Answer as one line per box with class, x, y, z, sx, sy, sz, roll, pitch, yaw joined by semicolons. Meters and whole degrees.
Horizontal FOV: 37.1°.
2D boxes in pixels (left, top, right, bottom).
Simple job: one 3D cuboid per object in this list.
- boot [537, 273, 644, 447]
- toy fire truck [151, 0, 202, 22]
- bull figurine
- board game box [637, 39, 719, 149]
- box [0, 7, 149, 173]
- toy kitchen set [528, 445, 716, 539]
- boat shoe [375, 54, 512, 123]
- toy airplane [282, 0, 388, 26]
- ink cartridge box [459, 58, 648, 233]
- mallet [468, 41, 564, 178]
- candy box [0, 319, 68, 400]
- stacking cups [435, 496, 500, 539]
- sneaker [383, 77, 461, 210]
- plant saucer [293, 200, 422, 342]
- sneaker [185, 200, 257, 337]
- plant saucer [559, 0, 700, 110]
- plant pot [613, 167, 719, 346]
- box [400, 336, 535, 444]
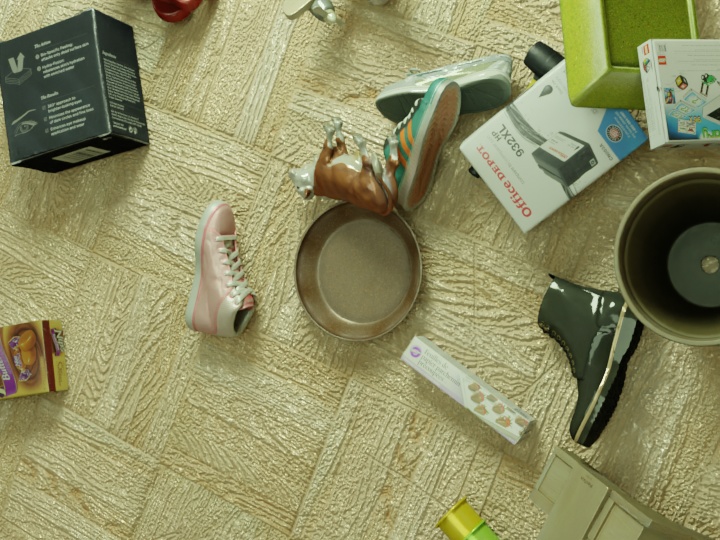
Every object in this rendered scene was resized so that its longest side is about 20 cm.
boot;0.277;0.114;1.400;0.137;0.077;0.202;20;82;26
toy fire truck;-0.298;-0.495;1.657;0.199;0.112;0.169;34;81;19
bull figurine;-0.021;-0.142;1.498;0.198;0.065;0.123;21;119;39
board game box;0.435;-0.214;1.302;0.197;0.035;0.128;-3;84;-20
box;-0.454;-0.278;1.695;0.194;0.117;0.203;-12;83;22
toy kitchen set;0.322;0.361;1.362;0.165;0.179;0.200;-62;29;5
boat shoe;0.116;-0.251;1.483;0.200;0.075;0.065;-10;49;30
toy airplane;-0.005;-0.439;1.522;0.198;0.142;0.201;-12;45;30
ink cartridge box;0.249;-0.168;1.395;0.199;0.084;0.146;-38;93;16
mallet;0.218;-0.208;1.459;0.065;0.041;0.202;32;104;19
candy box;-0.578;0.152;1.755;0.197;0.056;0.119;-11;84;23
stacking cups;0.185;0.397;1.427;0.061;0.060;0.200;-46;75;14
sneaker;0.072;-0.183;1.466;0.080;0.071;0.202;40;129;27
plant saucer;0.000;0.000;1.534;0.198;0.037;0.204;-1;87;23
sneaker;-0.193;0.003;1.592;0.103;0.075;0.203;15;100;27
plant saucer;0.347;-0.303;1.331;0.197;0.048;0.203;-1;80;-20
plant pot;0.415;-0.010;1.288;0.197;0.173;0.203;-2;86;22
box;0.146;0.161;1.462;0.199;0.041;0.039;36;100;19
